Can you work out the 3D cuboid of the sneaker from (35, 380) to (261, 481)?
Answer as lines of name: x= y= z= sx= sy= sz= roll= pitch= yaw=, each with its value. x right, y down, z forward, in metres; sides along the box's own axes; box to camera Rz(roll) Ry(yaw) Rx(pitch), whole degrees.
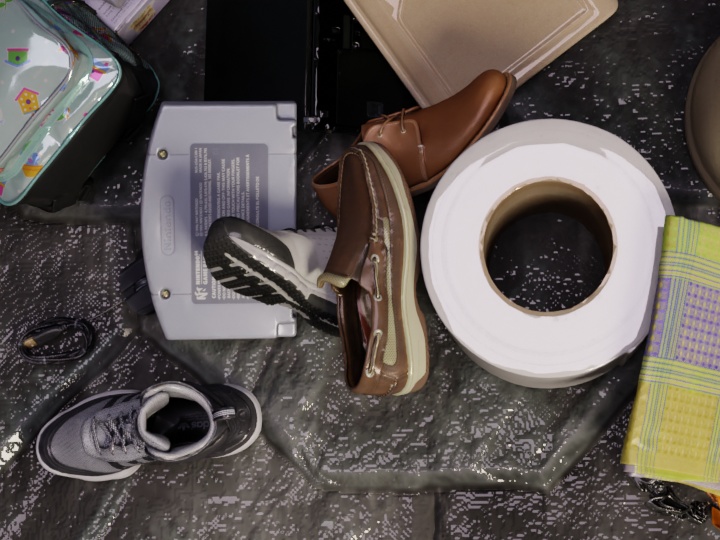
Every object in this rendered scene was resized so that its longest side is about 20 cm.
sneaker: x=-0.187 y=0.130 z=1.196 sx=0.198 sy=0.114 sz=0.076 roll=-10 pitch=80 yaw=6

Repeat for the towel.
towel: x=0.261 y=0.068 z=1.092 sx=0.143 sy=0.023 sz=0.202 roll=13 pitch=86 yaw=-36

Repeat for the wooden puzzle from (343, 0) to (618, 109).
wooden puzzle: x=0.096 y=-0.244 z=1.235 sx=0.199 sy=0.037 sz=0.186 roll=-38 pitch=97 yaw=-5

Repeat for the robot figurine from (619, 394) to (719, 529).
robot figurine: x=0.309 y=0.153 z=1.159 sx=0.199 sy=0.058 sz=0.146 roll=30 pitch=86 yaw=10

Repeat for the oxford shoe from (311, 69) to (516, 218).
oxford shoe: x=0.042 y=-0.107 z=1.187 sx=0.199 sy=0.072 sz=0.071 roll=-37 pitch=114 yaw=21

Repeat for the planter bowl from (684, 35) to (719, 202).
planter bowl: x=0.367 y=-0.138 z=1.154 sx=0.198 sy=0.135 sz=0.202 roll=-1 pitch=81 yaw=7

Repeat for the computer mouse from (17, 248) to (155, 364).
computer mouse: x=-0.215 y=0.025 z=1.256 sx=0.199 sy=0.034 sz=0.059 roll=-31 pitch=80 yaw=2

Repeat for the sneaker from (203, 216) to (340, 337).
sneaker: x=-0.050 y=-0.008 z=1.179 sx=0.073 sy=0.199 sz=0.081 roll=-3 pitch=68 yaw=41

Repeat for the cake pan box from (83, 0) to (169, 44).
cake pan box: x=-0.215 y=-0.338 z=1.299 sx=0.184 sy=0.052 sz=0.200 roll=40 pitch=89 yaw=9

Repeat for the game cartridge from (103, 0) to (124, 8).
game cartridge: x=-0.270 y=-0.328 z=1.264 sx=0.199 sy=0.038 sz=0.130 roll=27 pitch=82 yaw=10

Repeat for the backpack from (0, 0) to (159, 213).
backpack: x=-0.303 y=-0.170 z=1.235 sx=0.200 sy=0.153 sz=0.176 roll=46 pitch=102 yaw=21

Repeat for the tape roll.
tape roll: x=0.152 y=-0.009 z=1.161 sx=0.200 sy=0.139 sz=0.205 roll=-1 pitch=81 yaw=7

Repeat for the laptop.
laptop: x=-0.031 y=-0.198 z=1.276 sx=0.198 sy=0.103 sz=0.179 roll=3 pitch=82 yaw=-18

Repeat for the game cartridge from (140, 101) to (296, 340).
game cartridge: x=-0.119 y=-0.042 z=1.211 sx=0.132 sy=0.042 sz=0.202 roll=1 pitch=102 yaw=-2

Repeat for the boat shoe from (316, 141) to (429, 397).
boat shoe: x=0.003 y=-0.001 z=1.132 sx=0.074 sy=0.075 sz=0.204 roll=-7 pitch=83 yaw=-33
